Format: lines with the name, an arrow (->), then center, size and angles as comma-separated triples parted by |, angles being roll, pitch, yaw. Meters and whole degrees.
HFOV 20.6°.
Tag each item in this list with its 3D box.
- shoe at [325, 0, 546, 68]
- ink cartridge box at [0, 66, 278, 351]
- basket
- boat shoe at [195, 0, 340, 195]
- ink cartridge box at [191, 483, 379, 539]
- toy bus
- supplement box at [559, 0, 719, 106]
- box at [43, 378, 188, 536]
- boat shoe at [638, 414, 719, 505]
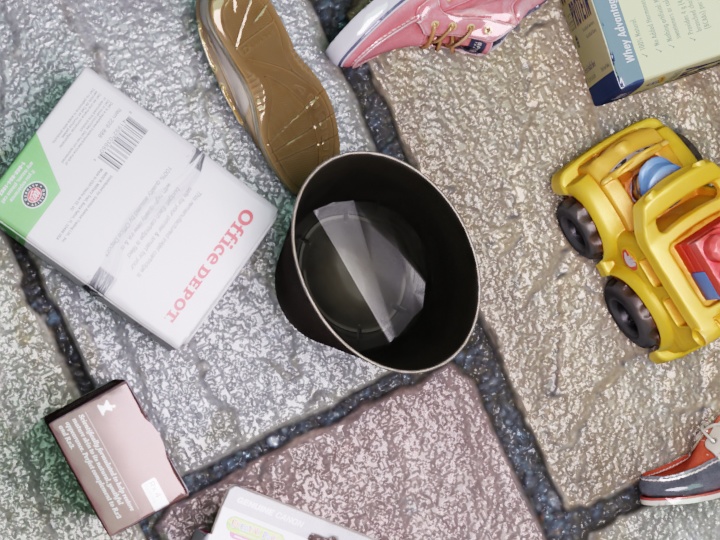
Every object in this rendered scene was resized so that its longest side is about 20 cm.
shoe -> 0.071, -0.215, 1.706 | 0.200, 0.071, 0.091 | -38, 88, -16
ink cartridge box -> -0.190, -0.047, 1.635 | 0.200, 0.084, 0.146 | 37, 80, -6
basket -> 0.000, 0.000, 1.610 | 0.136, 0.200, 0.181 | -31, 93, -12
boat shoe -> -0.079, -0.155, 1.675 | 0.074, 0.069, 0.200 | -31, 113, -19
ink cartridge box -> -0.055, 0.289, 1.636 | 0.200, 0.084, 0.176 | 23, 82, -9
toy bus -> 0.271, -0.032, 1.673 | 0.136, 0.192, 0.200 | -32, 91, -10
supplement box -> 0.273, -0.271, 1.706 | 0.199, 0.134, 0.200 | -18, 89, -3
box -> -0.194, 0.144, 1.560 | 0.075, 0.200, 0.100 | -29, 92, -12
boat shoe -> 0.326, 0.152, 1.727 | 0.200, 0.071, 0.063 | -18, 101, -16
